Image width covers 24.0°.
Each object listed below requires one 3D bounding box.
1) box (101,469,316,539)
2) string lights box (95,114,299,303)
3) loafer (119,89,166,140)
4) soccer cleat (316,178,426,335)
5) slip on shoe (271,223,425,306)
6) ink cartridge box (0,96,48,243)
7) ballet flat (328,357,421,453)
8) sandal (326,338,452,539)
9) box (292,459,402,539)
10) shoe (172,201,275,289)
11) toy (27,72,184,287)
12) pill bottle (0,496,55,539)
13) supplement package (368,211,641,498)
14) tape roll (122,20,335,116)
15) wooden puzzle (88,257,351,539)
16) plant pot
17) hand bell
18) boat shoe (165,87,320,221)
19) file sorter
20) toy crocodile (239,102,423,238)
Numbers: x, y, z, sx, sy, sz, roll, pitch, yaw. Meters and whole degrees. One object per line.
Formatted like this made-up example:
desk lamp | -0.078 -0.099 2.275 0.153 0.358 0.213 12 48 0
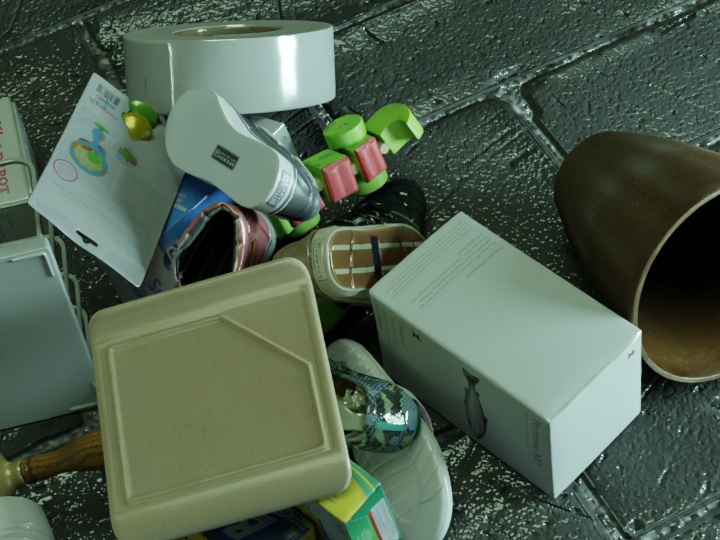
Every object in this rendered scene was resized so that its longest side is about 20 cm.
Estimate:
box | -0.124 0.187 1.365 0.200 0.064 0.070 35 63 30
string lights box | -0.134 -0.039 1.519 0.059 0.103 0.200 20 55 42
loafer | -0.206 -0.108 1.613 0.070 0.070 0.200 -18 51 -7
soccer cleat | -0.005 -0.021 1.506 0.067 0.081 0.200 26 59 26
slip on shoe | 0.000 0.000 1.439 0.060 0.200 0.076 -10 85 30
ink cartridge box | -0.403 -0.066 1.596 0.200 0.088 0.146 -17 51 -4
ballet flat | -0.041 0.103 1.378 0.200 0.074 0.074 7 49 44
sandal | 0.030 0.136 1.390 0.050 0.082 0.203 7 44 -44
box | -0.059 0.156 1.346 0.200 0.117 0.048 32 68 29
shoe | -0.139 0.036 1.418 0.071 0.091 0.200 25 91 15
toy | -0.218 -0.072 1.442 0.047 0.115 0.200 -38 23 36
pill bottle | -0.256 0.276 1.279 0.114 0.114 0.200 -21 51 -9
supplement package | 0.120 0.067 1.394 0.117 0.117 0.200 -40 56 -23
tape roll | -0.124 -0.194 1.603 0.202 0.071 0.202 -2 14 0
wooden puzzle | -0.111 0.102 1.306 0.185 0.037 0.200 -16 60 4
plant pot | 0.254 -0.036 1.437 0.187 0.187 0.200 -27 38 -14
hand bell | -0.259 0.157 1.358 0.200 0.104 0.104 -18 50 8
boat shoe | -0.099 -0.096 1.448 0.200 0.068 0.072 34 96 48
file sorter | -0.312 0.024 1.441 0.138 0.200 0.125 -13 46 -2
toy crocodile | -0.032 -0.081 1.503 0.200 0.068 0.062 -33 27 -18
